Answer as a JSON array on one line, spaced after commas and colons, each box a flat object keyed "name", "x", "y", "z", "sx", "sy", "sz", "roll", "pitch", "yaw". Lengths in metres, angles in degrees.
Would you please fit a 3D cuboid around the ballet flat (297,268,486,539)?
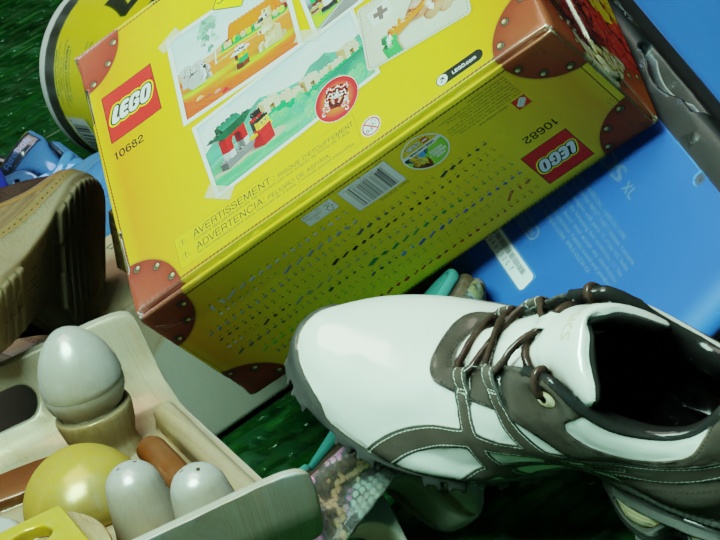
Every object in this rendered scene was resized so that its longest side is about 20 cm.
[{"name": "ballet flat", "x": 0.001, "y": 0.086, "z": 0.974, "sx": 0.200, "sy": 0.071, "sz": 0.069, "roll": -47, "pitch": -3, "yaw": -32}]

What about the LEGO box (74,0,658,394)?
[{"name": "LEGO box", "x": -0.004, "y": -0.071, "z": 1.036, "sx": 0.200, "sy": 0.077, "sz": 0.149, "roll": -34, "pitch": 47, "yaw": 19}]

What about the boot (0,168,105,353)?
[{"name": "boot", "x": -0.199, "y": -0.003, "z": 1.076, "sx": 0.166, "sy": 0.072, "sz": 0.200, "roll": 3, "pitch": 11, "yaw": 11}]

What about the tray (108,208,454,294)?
[{"name": "tray", "x": 0.000, "y": 0.000, "z": 1.108, "sx": 0.200, "sy": 0.037, "sz": 0.099, "roll": 28, "pitch": 52, "yaw": 33}]

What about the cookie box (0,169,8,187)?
[{"name": "cookie box", "x": -0.254, "y": -0.044, "z": 1.367, "sx": 0.075, "sy": 0.200, "sz": 0.171, "roll": -35, "pitch": 23, "yaw": -29}]

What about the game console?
[{"name": "game console", "x": 0.132, "y": -0.034, "z": 1.046, "sx": 0.171, "sy": 0.118, "sz": 0.200, "roll": -47, "pitch": 45, "yaw": 16}]

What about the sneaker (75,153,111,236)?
[{"name": "sneaker", "x": -0.071, "y": -0.049, "z": 1.309, "sx": 0.200, "sy": 0.066, "sz": 0.078, "roll": -21, "pitch": -7, "yaw": -30}]

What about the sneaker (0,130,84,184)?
[{"name": "sneaker", "x": -0.156, "y": -0.031, "z": 1.411, "sx": 0.066, "sy": 0.078, "sz": 0.200, "roll": -34, "pitch": 25, "yaw": -32}]

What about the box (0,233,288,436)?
[{"name": "box", "x": -0.075, "y": 0.019, "z": 1.201, "sx": 0.200, "sy": 0.078, "sz": 0.095, "roll": -35, "pitch": 25, "yaw": -29}]

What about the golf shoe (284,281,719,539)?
[{"name": "golf shoe", "x": 0.063, "y": 0.033, "z": 0.904, "sx": 0.200, "sy": 0.095, "sz": 0.078, "roll": 14, "pitch": 54, "yaw": 22}]

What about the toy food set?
[{"name": "toy food set", "x": -0.113, "y": 0.075, "z": 0.925, "sx": 0.143, "sy": 0.060, "sz": 0.200, "roll": -25, "pitch": 21, "yaw": -14}]

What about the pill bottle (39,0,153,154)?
[{"name": "pill bottle", "x": -0.087, "y": -0.111, "z": 1.482, "sx": 0.114, "sy": 0.114, "sz": 0.200, "roll": -34, "pitch": 23, "yaw": -27}]
